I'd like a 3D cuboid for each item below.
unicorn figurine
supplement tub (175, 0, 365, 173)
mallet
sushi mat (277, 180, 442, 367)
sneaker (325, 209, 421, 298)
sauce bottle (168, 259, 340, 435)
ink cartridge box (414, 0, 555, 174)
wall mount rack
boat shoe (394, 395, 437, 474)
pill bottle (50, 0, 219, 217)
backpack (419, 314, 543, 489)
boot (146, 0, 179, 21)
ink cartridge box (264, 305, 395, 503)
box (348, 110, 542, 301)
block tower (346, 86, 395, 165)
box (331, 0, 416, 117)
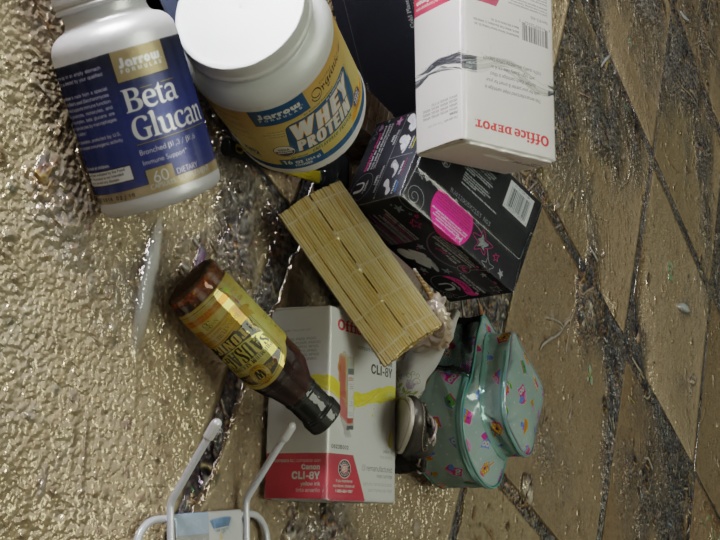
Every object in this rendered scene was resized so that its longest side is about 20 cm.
[{"bbox_3d":[0.074,0.083,1.272,0.138,0.073,0.203,-79,-178,-75],"label":"unicorn figurine"},{"bbox_3d":[-0.083,-0.195,1.037,0.200,0.143,0.147,54,39,-66],"label":"supplement tub"},{"bbox_3d":[-0.080,-0.103,1.194,0.199,0.041,0.067,2,86,-53],"label":"mallet"},{"bbox_3d":[0.000,0.000,1.163,0.095,0.012,0.201,-30,80,-33],"label":"sushi mat"},{"bbox_3d":[-0.009,0.000,1.249,0.199,0.071,0.081,37,75,-35],"label":"sneaker"},{"bbox_3d":[-0.097,0.078,1.049,0.200,0.066,0.066,45,45,-17],"label":"sauce bottle"},{"bbox_3d":[0.136,-0.217,1.189,0.143,0.084,0.203,7,79,-37],"label":"ink cartridge box"},{"bbox_3d":[-0.122,0.231,1.023,0.199,0.074,0.176,15,70,-57],"label":"wall mount rack"},{"bbox_3d":[0.064,0.190,1.247,0.200,0.056,0.068,106,-13,-65],"label":"boat shoe"},{"bbox_3d":[-0.199,-0.157,0.935,0.111,0.110,0.202,-36,115,-54],"label":"pill bottle"},{"bbox_3d":[0.146,0.179,1.397,0.176,0.152,0.201,59,45,-42],"label":"backpack"},{"bbox_3d":[-0.187,-0.297,1.015,0.202,0.074,0.097,67,33,-28],"label":"boot"},{"bbox_3d":[-0.029,0.148,1.178,0.145,0.083,0.203,20,68,-56],"label":"ink cartridge box"},{"bbox_3d":[0.096,-0.074,1.265,0.199,0.114,0.133,38,61,-30],"label":"box"},{"bbox_3d":[-0.026,-0.198,1.273,0.200,0.053,0.059,41,52,-48],"label":"block tower"},{"bbox_3d":[0.076,-0.300,1.336,0.104,0.180,0.203,-34,114,-55],"label":"box"}]
